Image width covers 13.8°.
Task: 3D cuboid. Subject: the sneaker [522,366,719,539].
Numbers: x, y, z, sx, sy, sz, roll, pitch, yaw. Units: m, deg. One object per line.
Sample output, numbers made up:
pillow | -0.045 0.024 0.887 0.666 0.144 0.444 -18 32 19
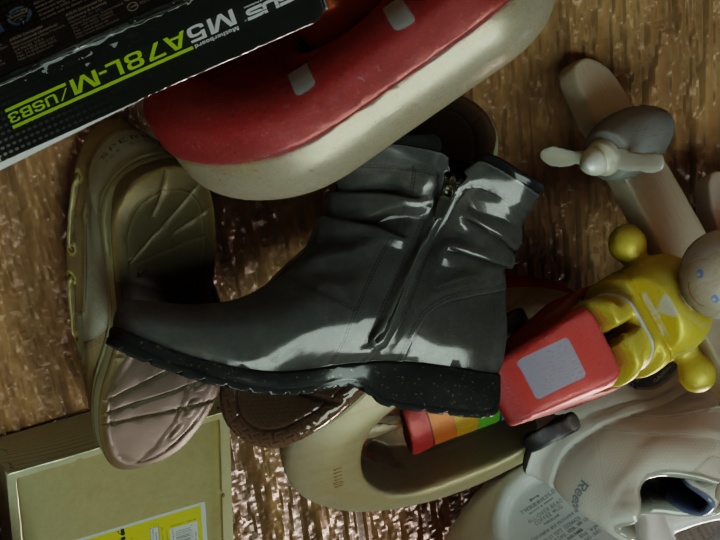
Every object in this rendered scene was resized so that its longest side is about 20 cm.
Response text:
sneaker | 0.185 0.092 1.606 0.200 0.087 0.075 -23 144 -26

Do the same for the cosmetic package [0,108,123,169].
cosmetic package | -0.138 -0.116 1.283 0.200 0.102 0.071 -26 140 4

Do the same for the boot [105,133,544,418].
boot | -0.018 -0.006 1.421 0.200 0.070 0.132 7 94 -16

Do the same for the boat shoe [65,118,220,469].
boat shoe | -0.109 0.011 1.467 0.074 0.066 0.200 -16 135 -26

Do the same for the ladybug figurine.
ladybug figurine | 0.045 0.058 1.596 0.200 0.072 0.136 -18 139 -12

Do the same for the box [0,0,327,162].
box | -0.138 -0.136 1.206 0.200 0.193 0.048 -25 137 -6

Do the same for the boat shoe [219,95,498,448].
boat shoe | 0.005 0.004 1.493 0.202 0.075 0.075 -52 175 3

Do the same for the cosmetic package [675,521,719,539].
cosmetic package | 0.237 0.197 1.846 0.101 0.074 0.200 1 130 -29

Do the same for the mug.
mug | 0.135 0.176 1.686 0.200 0.148 0.175 -20 150 -13

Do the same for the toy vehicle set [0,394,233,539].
toy vehicle set | -0.132 0.150 1.626 0.124 0.027 0.200 -15 137 -16

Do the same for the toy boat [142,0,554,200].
toy boat | -0.018 -0.126 1.360 0.200 0.131 0.131 -35 109 6

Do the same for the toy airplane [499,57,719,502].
toy airplane | 0.169 0.011 1.507 0.200 0.200 0.141 23 157 -19

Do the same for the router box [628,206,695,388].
router box | 0.211 0.036 1.681 0.149 0.051 0.200 24 117 -41
